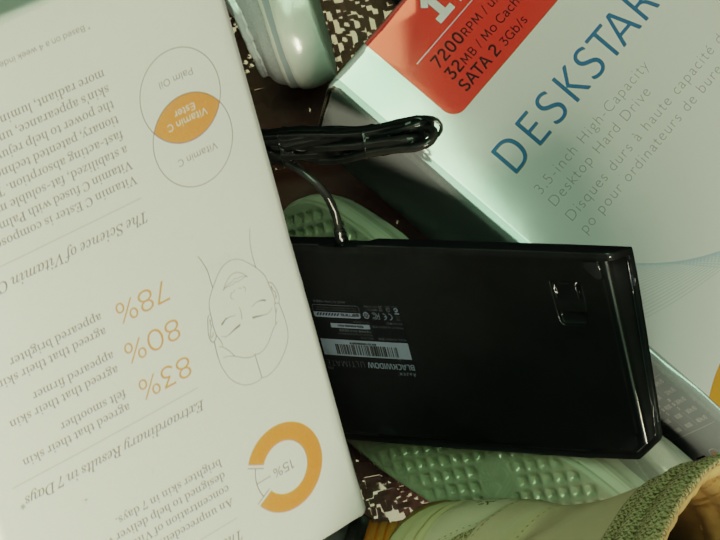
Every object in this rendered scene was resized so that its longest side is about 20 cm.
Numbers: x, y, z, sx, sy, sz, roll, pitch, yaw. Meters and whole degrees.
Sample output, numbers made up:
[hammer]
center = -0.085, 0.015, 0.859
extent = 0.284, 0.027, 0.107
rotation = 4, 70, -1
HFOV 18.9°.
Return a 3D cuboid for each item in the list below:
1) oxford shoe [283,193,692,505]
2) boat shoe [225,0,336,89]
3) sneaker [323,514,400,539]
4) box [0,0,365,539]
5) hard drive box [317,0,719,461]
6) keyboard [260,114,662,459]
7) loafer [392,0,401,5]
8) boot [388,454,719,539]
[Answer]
[oxford shoe]
center = 0.044, 0.045, 0.752
extent = 0.200, 0.075, 0.058
rotation = 41, 36, 23
[boat shoe]
center = -0.070, -0.145, 0.810
extent = 0.068, 0.072, 0.201
rotation = -25, 73, 1
[sneaker]
center = -0.051, 0.163, 0.715
extent = 0.077, 0.078, 0.201
rotation = 23, 66, 12
[box]
center = -0.094, 0.006, 0.665
extent = 0.124, 0.201, 0.097
rotation = -28, 26, -29
[hard drive box]
center = 0.109, -0.045, 0.739
extent = 0.200, 0.077, 0.156
rotation = 39, 80, 3
[keyboard]
center = 0.000, 0.000, 0.712
extent = 0.199, 0.128, 0.021
rotation = 2, 29, 33
[loafer]
center = 0.039, -0.199, 0.808
extent = 0.072, 0.072, 0.201
rotation = 0, 71, 22
[boot]
center = 0.051, 0.154, 0.622
extent = 0.073, 0.155, 0.201
rotation = 28, 64, -25
